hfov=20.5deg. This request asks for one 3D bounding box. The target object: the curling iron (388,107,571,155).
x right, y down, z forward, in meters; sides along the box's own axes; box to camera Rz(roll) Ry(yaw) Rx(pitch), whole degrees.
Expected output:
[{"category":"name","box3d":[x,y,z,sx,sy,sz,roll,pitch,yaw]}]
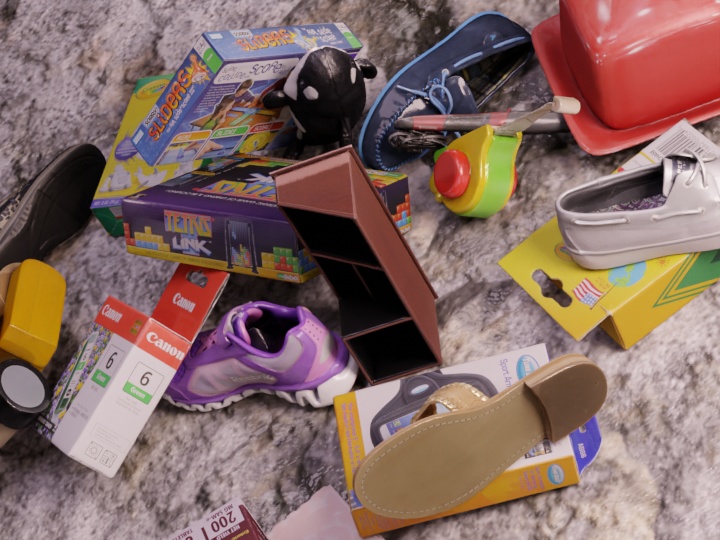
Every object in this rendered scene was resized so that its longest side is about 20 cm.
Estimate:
[{"category":"curling iron","box3d":[0.123,-0.127,1.742,0.199,0.050,0.026,-6,75,2]}]

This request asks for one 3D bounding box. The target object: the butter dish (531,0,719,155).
[{"category":"butter dish","box3d":[0.248,-0.225,1.702,0.198,0.148,0.200,-18,43,3]}]

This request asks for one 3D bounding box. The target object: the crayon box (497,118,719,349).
[{"category":"crayon box","box3d":[0.225,-0.022,1.608,0.200,0.051,0.127,-36,43,-6]}]

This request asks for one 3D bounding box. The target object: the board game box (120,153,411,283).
[{"category":"board game box","box3d":[-0.082,-0.050,1.751,0.199,0.057,0.165,9,21,35]}]

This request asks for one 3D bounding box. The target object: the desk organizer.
[{"category":"desk organizer","box3d":[0.000,0.000,1.609,0.071,0.200,0.077,-18,46,13]}]

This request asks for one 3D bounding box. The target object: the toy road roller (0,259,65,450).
[{"category":"toy road roller","box3d":[-0.355,0.070,1.763,0.123,0.146,0.201,-42,29,35]}]

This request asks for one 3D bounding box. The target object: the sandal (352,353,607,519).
[{"category":"sandal","box3d":[0.080,0.116,1.492,0.211,0.078,0.070,-25,26,-14]}]

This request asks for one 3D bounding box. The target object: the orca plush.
[{"category":"orca plush","box3d":[-0.035,-0.129,1.792,0.105,0.200,0.071,-11,72,-25]}]

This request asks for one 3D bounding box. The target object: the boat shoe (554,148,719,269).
[{"category":"boat shoe","box3d":[0.248,-0.060,1.543,0.199,0.069,0.072,-11,47,21]}]

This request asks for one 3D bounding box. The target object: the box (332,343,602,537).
[{"category":"box","box3d":[0.083,0.127,1.542,0.199,0.042,0.119,-16,45,5]}]

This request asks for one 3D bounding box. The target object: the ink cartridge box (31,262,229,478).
[{"category":"ink cartridge box","box3d":[-0.198,0.070,1.707,0.201,0.050,0.109,-60,28,-5]}]

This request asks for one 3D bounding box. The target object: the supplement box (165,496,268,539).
[{"category":"supplement box","box3d":[-0.094,0.273,1.466,0.109,0.061,0.200,-31,43,-2]}]

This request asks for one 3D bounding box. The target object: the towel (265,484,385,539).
[{"category":"towel","box3d":[-0.048,0.279,1.502,0.200,0.032,0.191,-39,42,-8]}]

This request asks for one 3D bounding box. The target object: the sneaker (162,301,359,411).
[{"category":"sneaker","box3d":[-0.101,0.065,1.688,0.199,0.089,0.081,-4,51,30]}]

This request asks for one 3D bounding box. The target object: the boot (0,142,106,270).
[{"category":"boot","box3d":[-0.357,-0.055,1.959,0.153,0.074,0.204,15,60,41]}]

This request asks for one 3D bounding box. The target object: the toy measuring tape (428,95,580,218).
[{"category":"toy measuring tape","box3d":[0.120,-0.088,1.689,0.200,0.073,0.074,-22,34,55]}]

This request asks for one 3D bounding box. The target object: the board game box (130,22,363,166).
[{"category":"board game box","box3d":[-0.100,-0.160,1.796,0.035,0.200,0.135,51,123,19]}]

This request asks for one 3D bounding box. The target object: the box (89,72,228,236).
[{"category":"box","box3d":[-0.179,-0.128,1.943,0.117,0.048,0.201,-6,47,25]}]

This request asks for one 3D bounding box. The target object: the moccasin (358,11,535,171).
[{"category":"moccasin","box3d":[0.080,-0.164,1.803,0.068,0.081,0.200,29,70,39]}]
